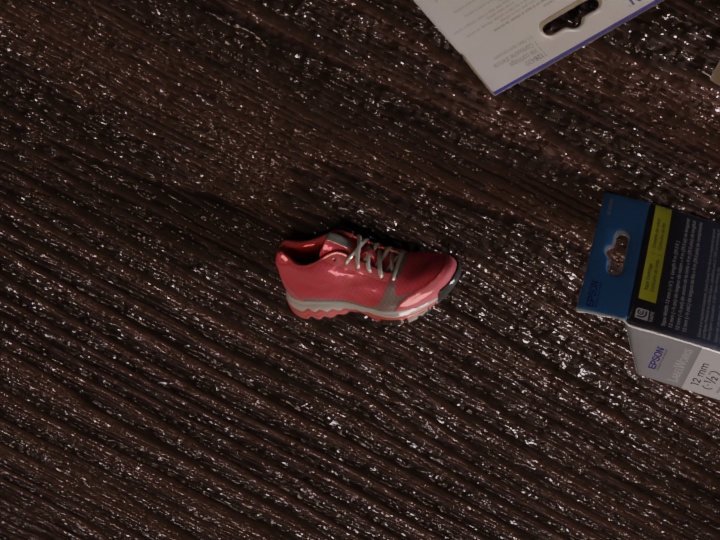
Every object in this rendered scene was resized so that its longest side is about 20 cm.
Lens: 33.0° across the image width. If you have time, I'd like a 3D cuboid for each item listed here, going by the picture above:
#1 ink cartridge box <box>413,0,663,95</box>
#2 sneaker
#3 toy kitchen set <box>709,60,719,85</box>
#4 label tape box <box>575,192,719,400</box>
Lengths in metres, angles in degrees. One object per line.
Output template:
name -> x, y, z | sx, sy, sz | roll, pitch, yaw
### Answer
ink cartridge box -> 0.113, -0.250, 0.891 | 0.197, 0.047, 0.200 | -25, 123, 40
sneaker -> 0.000, 0.000, 1.192 | 0.198, 0.074, 0.087 | -4, 132, 29
toy kitchen set -> 0.375, -0.114, 0.912 | 0.163, 0.179, 0.201 | 41, 113, 36
label tape box -> 0.285, 0.027, 1.034 | 0.198, 0.144, 0.066 | 16, 139, 7
